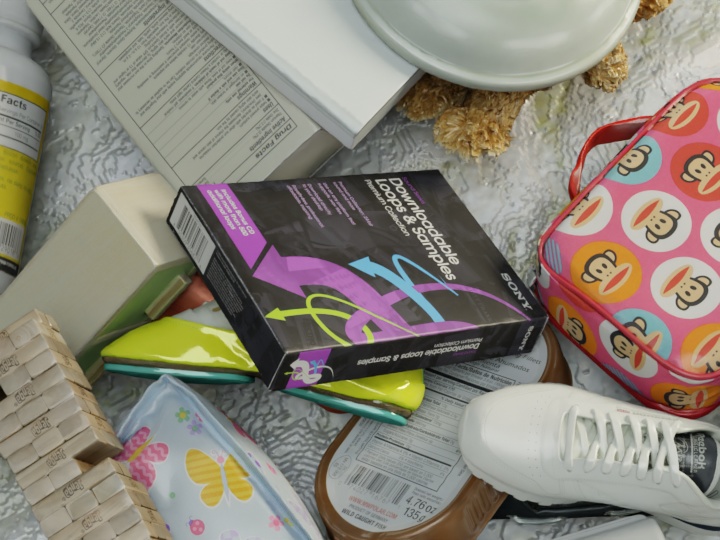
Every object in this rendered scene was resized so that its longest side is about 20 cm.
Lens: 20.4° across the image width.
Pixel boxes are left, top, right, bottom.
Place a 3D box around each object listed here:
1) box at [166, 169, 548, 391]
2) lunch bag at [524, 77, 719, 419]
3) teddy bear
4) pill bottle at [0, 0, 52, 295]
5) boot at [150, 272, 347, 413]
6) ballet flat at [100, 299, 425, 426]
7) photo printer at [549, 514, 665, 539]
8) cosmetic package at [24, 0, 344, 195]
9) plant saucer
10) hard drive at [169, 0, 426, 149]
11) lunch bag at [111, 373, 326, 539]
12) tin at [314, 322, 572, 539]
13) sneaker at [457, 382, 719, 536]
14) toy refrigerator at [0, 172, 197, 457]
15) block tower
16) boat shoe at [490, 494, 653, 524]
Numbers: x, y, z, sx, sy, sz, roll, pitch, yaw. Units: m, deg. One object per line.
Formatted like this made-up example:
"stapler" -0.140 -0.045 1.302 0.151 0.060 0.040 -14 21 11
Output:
"box" 0.000 0.000 1.214 0.199 0.036 0.143 -5 47 -37
"lunch bag" 0.204 -0.024 1.251 0.176 0.082 0.200 41 69 21
"teddy bear" 0.109 -0.154 1.298 0.199 0.067 0.145 -29 42 4
"pill bottle" -0.262 -0.087 1.302 0.110 0.111 0.202 9 80 5
"boot" -0.083 0.043 1.296 0.200 0.075 0.107 38 104 3
"ballet flat" -0.057 0.046 1.224 0.198 0.067 0.068 10 83 1
"photo printer" 0.100 0.245 1.201 0.199 0.070 0.167 -16 122 0
"cosmetic package" -0.110 -0.129 1.278 0.103 0.073 0.200 -41 79 13
"plant saucer" 0.085 -0.209 1.237 0.199 0.050 0.202 4 67 -9
"hard drive" -0.042 -0.182 1.243 0.200 0.026 0.132 39 61 7
"lunch bag" -0.081 0.179 1.211 0.127 0.170 0.200 -43 80 -4
"tin" 0.052 0.101 1.240 0.111 0.042 0.200 20 58 32
"sneaker" 0.156 0.106 1.181 0.199 0.080 0.077 11 78 -12
"toy refrigerator" -0.182 0.034 1.247 0.070 0.076 0.200 49 116 11
"block tower" -0.156 0.121 1.120 0.058 0.054 0.201 -33 76 3
"boat shoe" 0.106 0.123 1.265 0.198 0.060 0.076 -4 79 3
